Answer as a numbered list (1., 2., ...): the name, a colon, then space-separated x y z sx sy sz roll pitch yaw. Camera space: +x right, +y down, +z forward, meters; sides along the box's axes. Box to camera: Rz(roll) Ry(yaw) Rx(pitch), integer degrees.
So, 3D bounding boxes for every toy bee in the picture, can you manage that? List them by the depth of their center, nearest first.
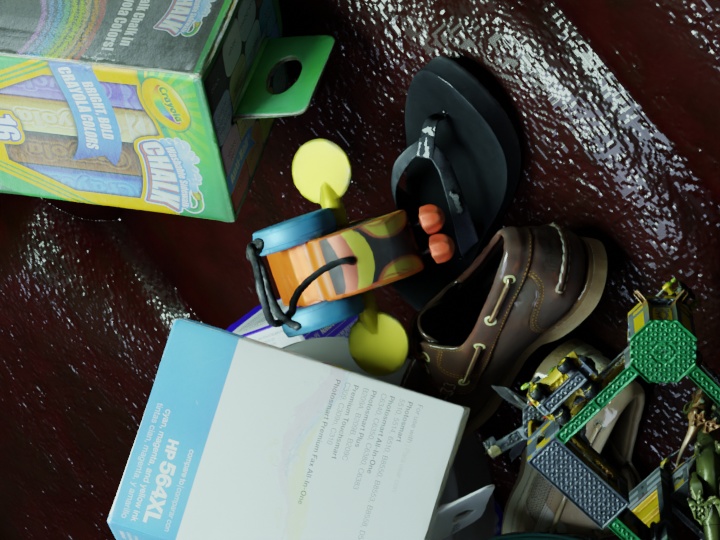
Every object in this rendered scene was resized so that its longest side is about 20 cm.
1. toy bee: 0.000 0.000 1.629 0.200 0.108 0.131 -105 -3 -66

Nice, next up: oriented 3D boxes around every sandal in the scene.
1. sandal: 0.048 -0.038 1.666 0.076 0.043 0.201 33 143 24

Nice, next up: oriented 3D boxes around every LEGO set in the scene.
1. LEGO set: 0.179 0.095 1.591 0.200 0.116 0.154 35 108 -9

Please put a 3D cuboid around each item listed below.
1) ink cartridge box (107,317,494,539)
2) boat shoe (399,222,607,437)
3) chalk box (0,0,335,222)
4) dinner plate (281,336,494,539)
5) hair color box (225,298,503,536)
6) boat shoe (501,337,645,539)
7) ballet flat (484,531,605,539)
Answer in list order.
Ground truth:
1. ink cartridge box: -0.028 0.126 1.645 0.199 0.126 0.129 18 167 4
2. boat shoe: 0.064 0.033 1.665 0.200 0.070 0.071 -52 39 46
3. chalk box: -0.115 -0.117 1.671 0.199 0.125 0.124 9 140 16
4. dinner plate: -0.003 0.135 1.747 0.200 0.200 0.024 52 151 -2
5. hair color box: -0.002 0.108 1.846 0.109 0.065 0.200 -19 105 54
6. boat shoe: 0.131 0.133 1.708 0.064 0.071 0.200 30 140 29
7. ballet flat: 0.157 0.198 1.686 0.199 0.074 0.074 7 134 9
